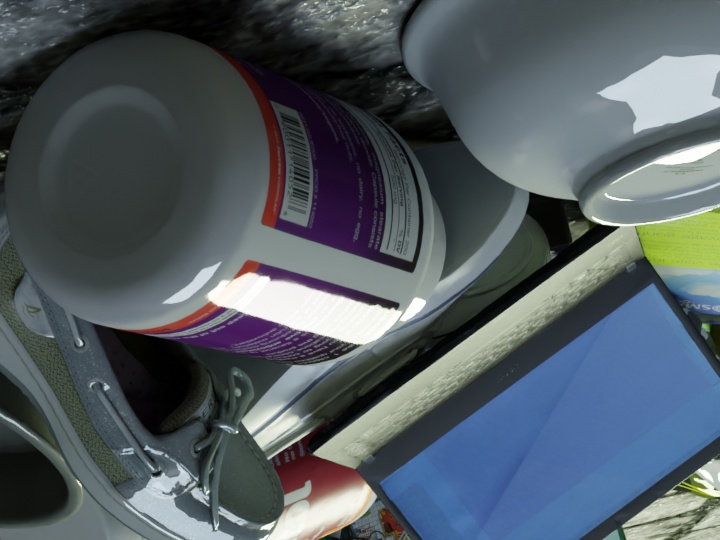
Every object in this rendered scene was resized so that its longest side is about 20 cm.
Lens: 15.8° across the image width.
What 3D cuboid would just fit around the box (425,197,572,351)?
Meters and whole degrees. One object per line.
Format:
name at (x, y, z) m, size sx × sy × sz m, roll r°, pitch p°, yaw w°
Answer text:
box at (0.049, 0.013, 1.373) m, size 0.121 × 0.032 × 0.200 m, roll -15°, pitch 165°, yaw -1°

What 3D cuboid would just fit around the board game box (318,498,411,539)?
board game box at (-0.004, 0.143, 1.460) m, size 0.200 × 0.105 × 0.023 m, roll -48°, pitch 180°, yaw 40°

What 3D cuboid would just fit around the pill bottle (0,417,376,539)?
pill bottle at (-0.088, 0.108, 1.352) m, size 0.200 × 0.113 × 0.113 m, roll -19°, pitch 171°, yaw -46°

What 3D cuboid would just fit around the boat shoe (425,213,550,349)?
boat shoe at (0.000, 0.000, 1.215) m, size 0.200 × 0.074 × 0.067 m, roll -10°, pitch 163°, yaw -16°

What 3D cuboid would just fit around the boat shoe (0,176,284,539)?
boat shoe at (-0.094, 0.041, 1.076) m, size 0.065 × 0.202 × 0.074 m, roll -26°, pitch -158°, yaw 31°

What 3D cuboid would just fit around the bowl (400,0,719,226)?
bowl at (0.124, -0.076, 1.047) m, size 0.201 × 0.091 × 0.201 m, roll -14°, pitch 164°, yaw -4°

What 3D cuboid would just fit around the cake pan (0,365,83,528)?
cake pan at (-0.211, 0.055, 1.129) m, size 0.200 × 0.037 × 0.200 m, roll 14°, pitch 155°, yaw 7°

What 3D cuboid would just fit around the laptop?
laptop at (0.087, 0.075, 1.218) m, size 0.177 × 0.103 × 0.200 m, roll -37°, pitch 169°, yaw 2°

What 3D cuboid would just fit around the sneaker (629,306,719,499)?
sneaker at (0.155, 0.078, 1.374) m, size 0.084 × 0.075 × 0.200 m, roll -6°, pitch 148°, yaw 33°

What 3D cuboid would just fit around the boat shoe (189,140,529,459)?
boat shoe at (-0.001, 0.021, 1.163) m, size 0.200 × 0.071 × 0.070 m, roll -41°, pitch 147°, yaw 9°

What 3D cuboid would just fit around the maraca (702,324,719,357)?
maraca at (0.237, 0.020, 1.420) m, size 0.200 × 0.107 × 0.137 m, roll -22°, pitch 139°, yaw 6°

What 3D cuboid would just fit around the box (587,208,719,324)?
box at (0.173, -0.020, 1.281) m, size 0.122 × 0.048 × 0.200 m, roll 6°, pitch 165°, yaw 8°

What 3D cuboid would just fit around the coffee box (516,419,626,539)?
coffee box at (0.116, 0.133, 1.384) m, size 0.044 × 0.123 × 0.200 m, roll -17°, pitch 120°, yaw 3°

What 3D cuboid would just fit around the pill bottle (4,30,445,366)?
pill bottle at (-0.044, -0.023, 1.034) m, size 0.112 × 0.113 × 0.200 m, roll -22°, pitch 162°, yaw 23°
